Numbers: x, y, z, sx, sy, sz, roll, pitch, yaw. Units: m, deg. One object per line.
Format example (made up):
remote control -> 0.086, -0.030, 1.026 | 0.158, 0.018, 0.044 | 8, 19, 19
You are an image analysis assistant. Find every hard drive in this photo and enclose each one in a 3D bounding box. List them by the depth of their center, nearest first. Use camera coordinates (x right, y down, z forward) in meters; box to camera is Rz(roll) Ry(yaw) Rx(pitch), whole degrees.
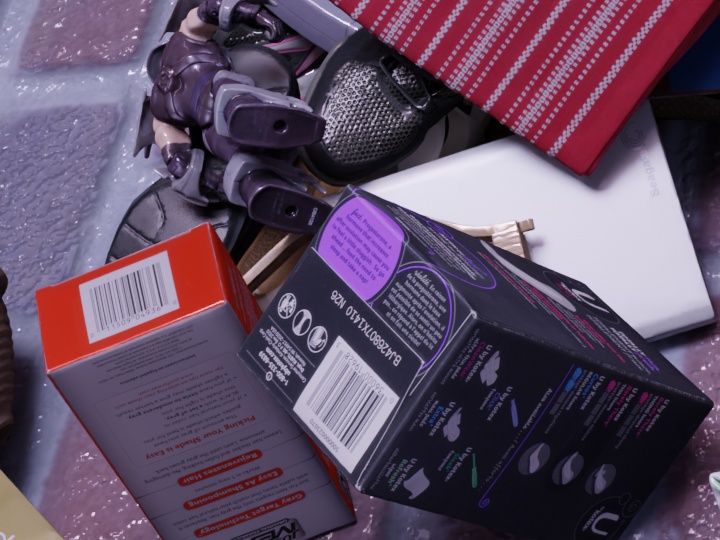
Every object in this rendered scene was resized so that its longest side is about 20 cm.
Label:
hard drive -> 0.083, -0.005, 1.323 | 0.199, 0.026, 0.133 | -18, 78, 9

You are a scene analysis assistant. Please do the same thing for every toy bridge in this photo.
toy bridge -> 0.000, 0.000, 1.312 | 0.199, 0.027, 0.068 | -15, 78, 10

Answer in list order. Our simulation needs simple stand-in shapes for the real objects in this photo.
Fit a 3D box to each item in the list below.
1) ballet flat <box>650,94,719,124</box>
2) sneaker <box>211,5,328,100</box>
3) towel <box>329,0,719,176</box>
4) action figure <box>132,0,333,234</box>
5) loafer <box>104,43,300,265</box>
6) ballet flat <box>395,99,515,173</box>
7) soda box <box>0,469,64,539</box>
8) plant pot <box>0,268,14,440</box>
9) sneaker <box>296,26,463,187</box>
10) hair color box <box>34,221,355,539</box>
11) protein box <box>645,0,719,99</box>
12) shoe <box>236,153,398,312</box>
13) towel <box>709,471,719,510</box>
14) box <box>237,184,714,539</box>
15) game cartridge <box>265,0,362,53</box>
ballet flat -> 0.224, -0.114, 1.380 | 0.199, 0.046, 0.068 | 4, 54, 26
sneaker -> -0.009, -0.168, 1.488 | 0.199, 0.087, 0.080 | -30, 35, -3
towel -> 0.082, -0.157, 1.262 | 0.145, 0.199, 0.023 | -54, 4, 23
action figure -> -0.076, -0.090, 1.343 | 0.069, 0.131, 0.200 | -2, 25, -23
loafer -> -0.089, -0.035, 1.436 | 0.073, 0.072, 0.201 | 30, 86, 19
ballet flat -> 0.072, -0.086, 1.407 | 0.068, 0.069, 0.200 | 14, 58, 34
soda box -> -0.168, 0.185, 1.282 | 0.064, 0.068, 0.200 | -39, 48, -12
plant pot -> -0.264, 0.084, 1.363 | 0.201, 0.201, 0.093 | -41, 88, -13
sneaker -> 0.047, -0.128, 1.325 | 0.199, 0.114, 0.076 | -38, 92, -11
hair color box -> -0.084, 0.073, 1.248 | 0.101, 0.200, 0.061 | -21, 46, 5
protein box -> 0.194, -0.226, 1.334 | 0.134, 0.200, 0.200 | -3, 24, 15
shoe -> -0.012, -0.044, 1.426 | 0.070, 0.053, 0.201 | -22, 31, 52
towel -> 0.270, 0.115, 1.079 | 0.152, 0.199, 0.024 | 21, 106, 44
box -> 0.059, 0.054, 1.191 | 0.106, 0.199, 0.122 | -56, 46, 13
game cartridge -> -0.005, -0.198, 1.449 | 0.133, 0.041, 0.200 | -37, 63, -24
